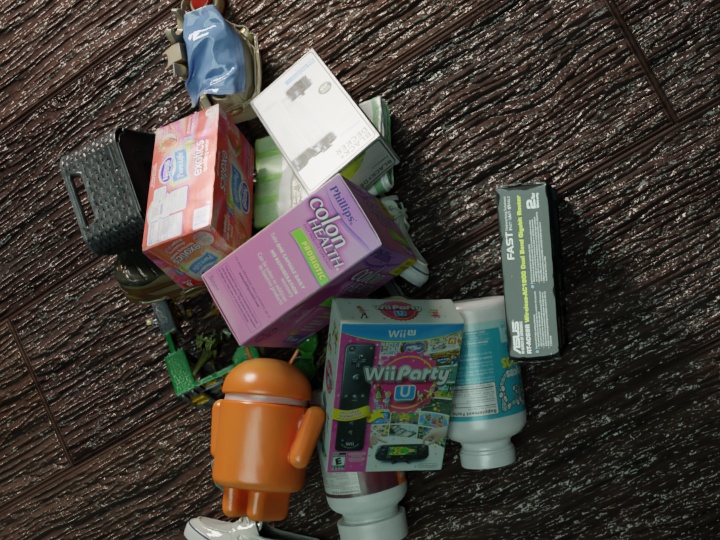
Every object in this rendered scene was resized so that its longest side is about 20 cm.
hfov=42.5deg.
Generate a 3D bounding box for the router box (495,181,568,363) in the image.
[{"bbox_3d":[0.207,-0.001,1.103,0.061,0.150,0.204,-5,91,17],"label":"router box"}]

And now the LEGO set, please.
[{"bbox_3d":[-0.203,0.096,1.281,0.152,0.116,0.202,-32,69,-2],"label":"LEGO set"}]

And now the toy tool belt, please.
[{"bbox_3d":[-0.203,-0.297,1.242,0.123,0.123,0.204,-17,86,18],"label":"toy tool belt"}]

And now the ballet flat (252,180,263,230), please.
[{"bbox_3d":[-0.116,-0.071,1.258,0.199,0.069,0.070,38,103,14],"label":"ballet flat"}]

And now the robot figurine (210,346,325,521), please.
[{"bbox_3d":[-0.115,0.195,1.114,0.114,0.144,0.204,8,79,-17],"label":"robot figurine"}]

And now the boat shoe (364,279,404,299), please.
[{"bbox_3d":[0.000,0.000,1.201,0.202,0.071,0.068,57,147,6],"label":"boat shoe"}]

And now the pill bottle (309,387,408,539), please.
[{"bbox_3d":[0.001,0.248,1.202,0.108,0.109,0.204,-12,88,18],"label":"pill bottle"}]

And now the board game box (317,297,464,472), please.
[{"bbox_3d":[0.032,0.135,1.084,0.145,0.064,0.204,0,114,-12],"label":"board game box"}]

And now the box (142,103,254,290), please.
[{"bbox_3d":[-0.199,-0.092,1.158,0.101,0.095,0.203,-17,51,18],"label":"box"}]

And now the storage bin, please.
[{"bbox_3d":[-0.291,-0.102,1.238,0.092,0.200,0.137,-21,85,17],"label":"storage bin"}]

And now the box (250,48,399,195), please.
[{"bbox_3d":[-0.048,-0.177,1.175,0.116,0.060,0.201,-37,53,7],"label":"box"}]

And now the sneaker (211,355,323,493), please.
[{"bbox_3d":[-0.122,0.215,1.225,0.076,0.146,0.205,24,98,17],"label":"sneaker"}]

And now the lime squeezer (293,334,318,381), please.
[{"bbox_3d":[-0.078,0.114,1.215,0.037,0.071,0.204,3,82,6],"label":"lime squeezer"}]

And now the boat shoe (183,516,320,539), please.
[{"bbox_3d":[-0.147,0.368,1.278,0.197,0.072,0.067,16,93,16],"label":"boat shoe"}]

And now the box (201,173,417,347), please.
[{"bbox_3d":[-0.054,-0.003,1.091,0.199,0.176,0.097,-36,76,10],"label":"box"}]

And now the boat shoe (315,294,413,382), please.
[{"bbox_3d":[0.008,0.099,1.163,0.075,0.075,0.202,46,142,-4],"label":"boat shoe"}]

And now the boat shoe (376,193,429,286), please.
[{"bbox_3d":[0.027,-0.070,1.199,0.200,0.073,0.067,46,105,12],"label":"boat shoe"}]

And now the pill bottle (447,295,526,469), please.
[{"bbox_3d":[0.146,0.138,1.149,0.109,0.111,0.204,-7,91,18],"label":"pill bottle"}]

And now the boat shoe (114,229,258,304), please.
[{"bbox_3d":[-0.222,-0.005,1.219,0.196,0.075,0.076,-11,52,-15],"label":"boat shoe"}]

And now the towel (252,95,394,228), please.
[{"bbox_3d":[-0.053,-0.142,1.210,0.197,0.031,0.152,-15,56,20],"label":"towel"}]
